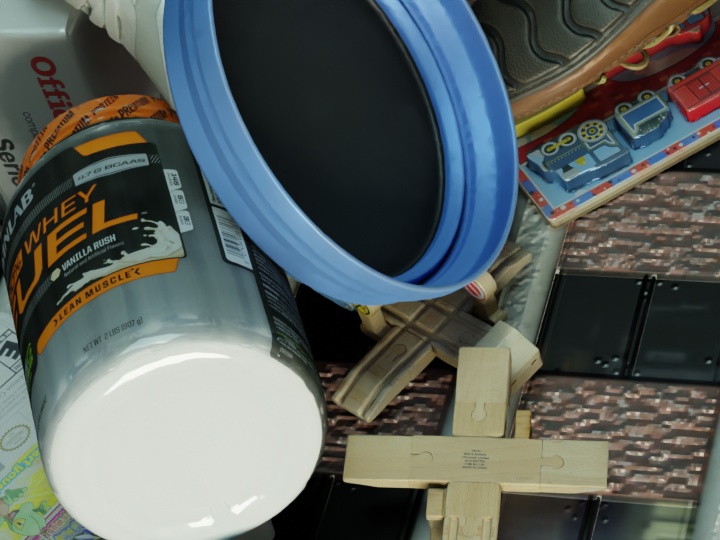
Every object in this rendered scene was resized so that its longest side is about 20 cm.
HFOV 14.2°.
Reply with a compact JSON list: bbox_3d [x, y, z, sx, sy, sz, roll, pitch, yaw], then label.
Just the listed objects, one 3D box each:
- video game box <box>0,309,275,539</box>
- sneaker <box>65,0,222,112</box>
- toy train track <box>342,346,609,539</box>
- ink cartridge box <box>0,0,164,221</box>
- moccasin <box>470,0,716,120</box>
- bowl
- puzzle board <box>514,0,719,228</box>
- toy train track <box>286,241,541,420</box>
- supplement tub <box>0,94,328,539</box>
[{"bbox_3d":[-0.169,0.131,1.292,0.200,0.047,0.182,-43,50,-19],"label":"video game box"},{"bbox_3d":[-0.119,-0.147,1.319,0.081,0.077,0.200,-20,63,-15],"label":"sneaker"},{"bbox_3d":[0.047,0.126,1.240,0.114,0.033,0.200,1,57,8],"label":"toy train track"},{"bbox_3d":[-0.204,-0.099,1.431,0.200,0.146,0.084,0,52,18],"label":"ink cartridge box"},{"bbox_3d":[0.127,-0.137,1.388,0.201,0.078,0.074,-41,63,7],"label":"moccasin"},{"bbox_3d":[-0.009,-0.079,1.276,0.039,0.201,0.201,-25,40,36],"label":"bowl"},{"bbox_3d":[0.144,-0.116,1.423,0.200,0.017,0.151,-29,48,-8],"label":"puzzle board"},{"bbox_3d":[0.000,0.000,1.348,0.200,0.033,0.115,29,63,36],"label":"toy train track"},{"bbox_3d":[-0.091,0.016,1.261,0.122,0.123,0.200,-21,39,0],"label":"supplement tub"}]
